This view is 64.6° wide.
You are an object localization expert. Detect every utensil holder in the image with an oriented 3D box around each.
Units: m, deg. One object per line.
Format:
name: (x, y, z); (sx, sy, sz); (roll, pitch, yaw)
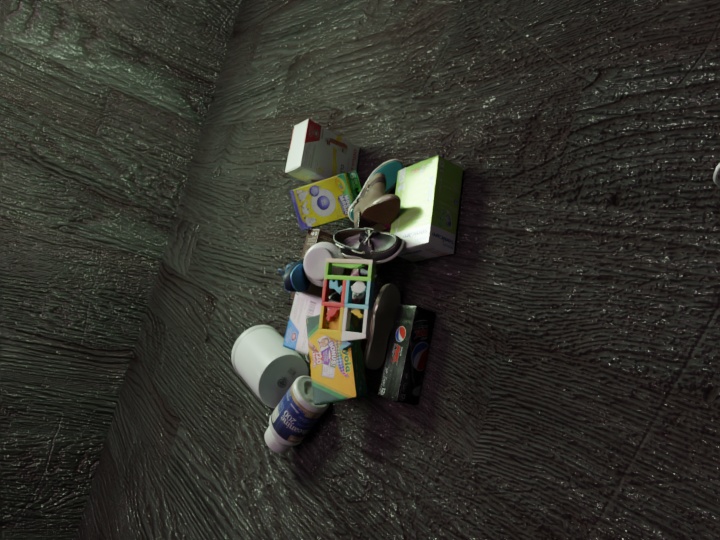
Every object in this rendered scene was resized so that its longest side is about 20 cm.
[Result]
utensil holder: (-0.257, 0.273, 1.621); (0.199, 0.167, 0.174); (30, 100, 54)

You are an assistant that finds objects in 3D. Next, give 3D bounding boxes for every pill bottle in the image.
pill bottle: (-0.172, 0.384, 1.495); (0.202, 0.109, 0.112); (-55, 37, 24)
pill bottle: (-0.080, -0.013, 1.456); (0.106, 0.200, 0.113); (0, 88, 13)

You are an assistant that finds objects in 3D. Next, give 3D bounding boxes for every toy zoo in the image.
toy zoo: (-0.032, 0.077, 1.287); (0.128, 0.020, 0.206); (3, 84, 31)

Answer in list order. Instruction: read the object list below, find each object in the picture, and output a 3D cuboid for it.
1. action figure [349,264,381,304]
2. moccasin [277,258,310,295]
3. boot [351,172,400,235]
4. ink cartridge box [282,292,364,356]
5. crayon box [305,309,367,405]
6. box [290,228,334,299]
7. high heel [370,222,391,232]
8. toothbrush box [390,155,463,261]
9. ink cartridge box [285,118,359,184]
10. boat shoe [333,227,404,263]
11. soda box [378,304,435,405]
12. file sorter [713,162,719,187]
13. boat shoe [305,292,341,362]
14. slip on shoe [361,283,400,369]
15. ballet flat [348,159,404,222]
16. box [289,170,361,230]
action figure: (0.000, 0.000, 1.372); (0.145, 0.136, 0.203); (13, 55, 22)
moccasin: (-0.165, 0.018, 1.458); (0.066, 0.200, 0.083); (-7, 96, 12)
boot: (0.040, -0.173, 1.363); (0.199, 0.069, 0.149); (-34, 35, 48)
ink cartridge box: (-0.083, 0.148, 1.436); (0.196, 0.084, 0.150); (14, 88, 30)
crayon box: (-0.057, 0.201, 1.327); (0.116, 0.058, 0.206); (-15, 73, 26)
box: (-0.118, -0.004, 1.606); (0.074, 0.098, 0.205); (4, 78, 56)
high heel: (0.047, -0.092, 1.435); (0.098, 0.066, 0.199); (-65, 18, -7)
toothbrush box: (0.146, -0.137, 1.296); (0.144, 0.085, 0.206); (-12, 65, 54)
ink cartridge box: (-0.104, -0.320, 1.643); (0.082, 0.197, 0.149); (-9, 67, 49)
boat shoe: (0.015, -0.065, 1.306); (0.197, 0.060, 0.075); (8, 60, 49)
soda box: (0.101, 0.180, 1.235); (0.070, 0.062, 0.206); (2, 78, 54)
file sorter: (0.548, -0.102, 0.664); (0.140, 0.122, 0.201); (-57, 36, 20)
boat shoe: (-0.088, 0.159, 1.513); (0.062, 0.072, 0.204); (27, 93, 59)
slip on shoe: (0.041, 0.128, 1.344); (0.061, 0.073, 0.205); (21, 97, 58)
ballet flat: (0.038, -0.212, 1.502); (0.201, 0.069, 0.070); (-50, 38, 8)
box: (-0.088, -0.194, 1.583); (0.195, 0.048, 0.120); (-16, 98, 16)
